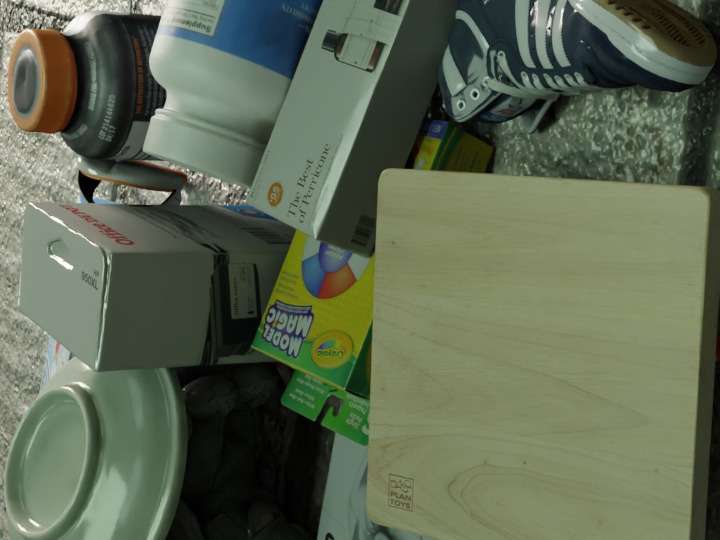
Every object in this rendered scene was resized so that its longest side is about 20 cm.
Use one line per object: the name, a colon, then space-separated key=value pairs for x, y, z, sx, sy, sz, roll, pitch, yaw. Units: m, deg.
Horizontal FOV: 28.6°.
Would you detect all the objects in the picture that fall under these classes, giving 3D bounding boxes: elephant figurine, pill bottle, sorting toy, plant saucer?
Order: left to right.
plant saucer: x=-0.199 y=0.138 z=0.982 sx=0.199 sy=0.050 sz=0.203 roll=-20 pitch=61 yaw=41
pill bottle: x=-0.154 y=-0.134 z=1.034 sx=0.106 sy=0.198 sz=0.108 roll=2 pitch=93 yaw=54
elephant figurine: x=-0.106 y=0.173 z=1.054 sx=0.155 sy=0.140 sz=0.202 roll=-126 pitch=23 yaw=-78
pill bottle: x=-0.072 y=-0.160 z=0.920 sx=0.112 sy=0.111 sz=0.202 roll=18 pitch=91 yaw=53
sorting toy: x=0.104 y=0.050 z=0.758 sx=0.198 sy=0.069 sz=0.202 roll=7 pitch=98 yaw=39

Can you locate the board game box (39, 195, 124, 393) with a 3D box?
board game box: x=-0.226 y=0.056 z=1.200 sx=0.200 sy=0.055 sz=0.198 roll=-131 pitch=53 yaw=-69

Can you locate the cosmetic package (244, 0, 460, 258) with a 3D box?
cosmetic package: x=0.002 y=-0.118 z=0.864 sx=0.082 sy=0.050 sz=0.202 roll=26 pitch=96 yaw=50

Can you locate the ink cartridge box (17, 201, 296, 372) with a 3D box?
ink cartridge box: x=-0.123 y=0.007 z=0.996 sx=0.144 sy=0.198 sz=0.085 roll=25 pitch=110 yaw=52

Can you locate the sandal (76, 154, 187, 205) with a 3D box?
sandal: x=-0.175 y=-0.056 z=1.115 sx=0.207 sy=0.078 sz=0.060 roll=-58 pitch=-18 yaw=-87

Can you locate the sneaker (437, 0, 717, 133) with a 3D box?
sneaker: x=0.110 y=-0.111 z=0.772 sx=0.200 sy=0.069 sz=0.110 roll=49 pitch=124 yaw=51

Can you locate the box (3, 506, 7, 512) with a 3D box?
box: x=-0.160 y=0.260 z=1.077 sx=0.050 sy=0.200 sz=0.198 roll=-45 pitch=40 yaw=-7

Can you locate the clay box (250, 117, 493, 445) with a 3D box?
clay box: x=0.000 y=0.000 z=0.900 sx=0.114 sy=0.047 sz=0.202 roll=17 pitch=84 yaw=53

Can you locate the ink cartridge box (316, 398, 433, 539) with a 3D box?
ink cartridge box: x=0.049 y=0.138 z=0.893 sx=0.199 sy=0.040 sz=0.202 roll=29 pitch=114 yaw=50
